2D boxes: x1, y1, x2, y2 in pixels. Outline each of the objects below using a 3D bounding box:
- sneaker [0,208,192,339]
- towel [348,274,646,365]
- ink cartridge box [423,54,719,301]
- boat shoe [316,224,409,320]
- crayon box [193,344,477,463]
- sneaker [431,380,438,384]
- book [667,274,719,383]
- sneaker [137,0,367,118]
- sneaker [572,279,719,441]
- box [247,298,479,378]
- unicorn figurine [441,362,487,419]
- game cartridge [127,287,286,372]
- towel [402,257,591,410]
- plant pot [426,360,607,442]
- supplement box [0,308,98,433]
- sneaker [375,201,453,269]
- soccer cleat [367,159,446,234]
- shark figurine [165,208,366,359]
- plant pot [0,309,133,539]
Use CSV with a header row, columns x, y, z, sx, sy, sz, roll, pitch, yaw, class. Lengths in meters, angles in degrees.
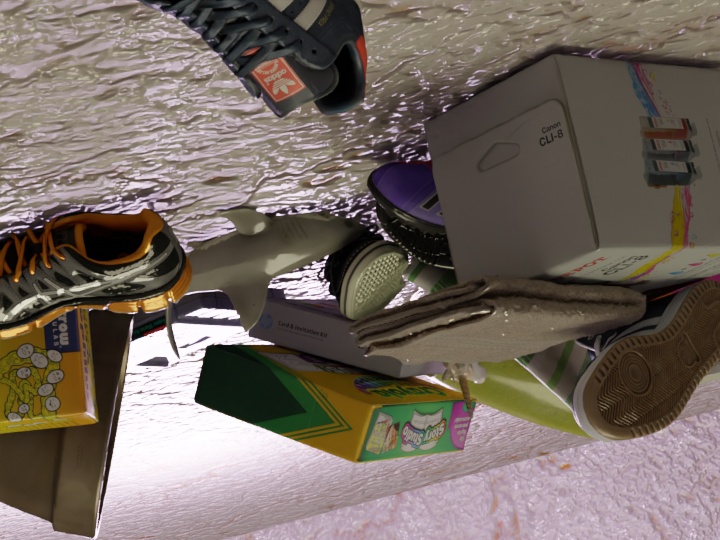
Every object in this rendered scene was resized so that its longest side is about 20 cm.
x,y,z,sx,sy,sz,roll,pitch,yaw,class
-0.228,-0.007,1.321,0.200,0.078,0.077,-11,145,-6,sneaker
0.099,0.037,1.253,0.132,0.035,0.200,-18,165,40,towel
0.173,-0.061,1.292,0.200,0.145,0.145,0,163,-39,ink cartridge box
0.000,0.000,1.521,0.075,0.062,0.200,-44,174,-2,boat shoe
-0.018,0.114,1.575,0.172,0.058,0.200,16,-174,28,crayon box
0.142,0.067,1.942,0.200,0.088,0.081,-27,130,-24,sneaker
0.241,-0.001,1.473,0.133,0.200,0.048,-15,164,8,book
-0.055,-0.128,0.939,0.075,0.085,0.200,-21,164,31,sneaker
0.190,0.076,1.314,0.108,0.070,0.200,-22,-171,45,sneaker
0.009,0.061,1.661,0.156,0.041,0.200,14,-175,24,box
0.129,0.034,1.635,0.074,0.200,0.137,17,-179,31,unicorn figurine
-0.182,0.058,1.680,0.200,0.038,0.130,-22,167,34,game cartridge
0.128,0.044,1.511,0.023,0.200,0.153,-50,179,19,towel
0.168,0.072,1.812,0.200,0.187,0.187,7,161,-15,plant pot
-0.313,0.073,1.398,0.200,0.109,0.110,-6,173,-4,supplement box
0.093,-0.030,1.489,0.200,0.060,0.104,20,-170,-19,sneaker
0.093,-0.071,1.380,0.200,0.068,0.073,3,136,-38,soccer cleat
-0.109,0.014,1.462,0.214,0.090,0.128,-24,161,31,shark figurine
-0.297,0.123,1.543,0.173,0.200,0.200,8,163,-6,plant pot
